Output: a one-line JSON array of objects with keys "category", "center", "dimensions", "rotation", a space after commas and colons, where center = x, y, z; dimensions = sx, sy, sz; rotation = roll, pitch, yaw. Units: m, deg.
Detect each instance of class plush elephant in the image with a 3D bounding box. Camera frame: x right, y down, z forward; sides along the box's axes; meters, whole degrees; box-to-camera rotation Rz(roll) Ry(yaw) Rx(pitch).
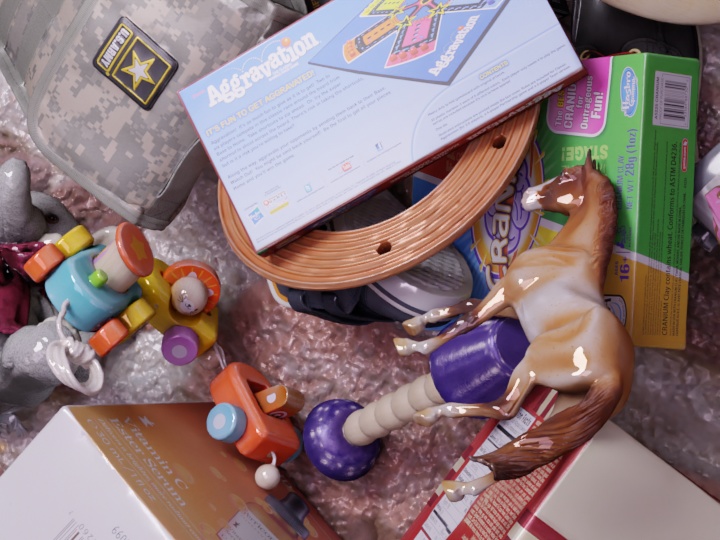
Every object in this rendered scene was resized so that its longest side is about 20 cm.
[{"category": "plush elephant", "center": [-0.221, 0.005, 1.193], "dimensions": [0.164, 0.200, 0.155], "rotation": [14, 69, 8]}]

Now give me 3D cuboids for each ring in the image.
[{"category": "ring", "center": [0.010, -0.071, 1.063], "dimensions": [0.200, 0.019, 0.201], "rotation": [-17, 49, 21]}]

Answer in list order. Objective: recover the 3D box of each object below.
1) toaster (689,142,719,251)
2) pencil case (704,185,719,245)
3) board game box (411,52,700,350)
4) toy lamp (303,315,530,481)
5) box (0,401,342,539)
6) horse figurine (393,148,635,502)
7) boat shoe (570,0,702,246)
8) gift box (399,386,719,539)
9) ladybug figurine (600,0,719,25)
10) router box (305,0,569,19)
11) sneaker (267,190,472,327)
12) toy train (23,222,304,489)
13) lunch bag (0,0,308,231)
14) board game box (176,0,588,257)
[{"category": "toaster", "center": [0.279, -0.053, 1.026], "dimensions": [0.200, 0.114, 0.129], "rotation": [-42, 78, 10]}, {"category": "pencil case", "center": [0.266, -0.057, 0.931], "dimensions": [0.200, 0.087, 0.083], "rotation": [-38, 38, 8]}, {"category": "board game box", "center": [0.102, -0.037, 1.069], "dimensions": [0.200, 0.040, 0.154], "rotation": [1, 88, 56]}, {"category": "toy lamp", "center": [0.035, 0.072, 1.080], "dimensions": [0.200, 0.058, 0.058], "rotation": [-37, 71, 54]}, {"category": "box", "center": [-0.109, 0.165, 1.108], "dimensions": [0.106, 0.200, 0.152], "rotation": [-47, 73, 13]}, {"category": "horse figurine", "center": [0.084, 0.035, 0.939], "dimensions": [0.132, 0.200, 0.050], "rotation": [-27, 123, 10]}, {"category": "boat shoe", "center": [0.155, -0.102, 1.100], "dimensions": [0.073, 0.063, 0.202], "rotation": [-7, 83, 24]}, {"category": "gift box", "center": [0.121, 0.187, 1.011], "dimensions": [0.187, 0.185, 0.200], "rotation": [36, 94, -11]}, {"category": "ladybug figurine", "center": [0.166, -0.210, 1.056], "dimensions": [0.200, 0.072, 0.136], "rotation": [35, 112, 17]}, {"category": "router box", "center": [0.019, -0.216, 1.149], "dimensions": [0.157, 0.052, 0.201], "rotation": [-23, 79, 27]}, {"category": "sneaker", "center": [0.000, 0.000, 1.112], "dimensions": [0.200, 0.078, 0.080], "rotation": [50, 123, 57]}, {"category": "toy train", "center": [-0.103, 0.040, 1.120], "dimensions": [0.056, 0.200, 0.150], "rotation": [-41, 51, 18]}, {"category": "lunch bag", "center": [-0.126, -0.144, 1.133], "dimensions": [0.164, 0.117, 0.200], "rotation": [-54, 47, 23]}, {"category": "board game box", "center": [0.010, -0.100, 1.024], "dimensions": [0.200, 0.019, 0.103], "rotation": [-29, 79, 10]}]
